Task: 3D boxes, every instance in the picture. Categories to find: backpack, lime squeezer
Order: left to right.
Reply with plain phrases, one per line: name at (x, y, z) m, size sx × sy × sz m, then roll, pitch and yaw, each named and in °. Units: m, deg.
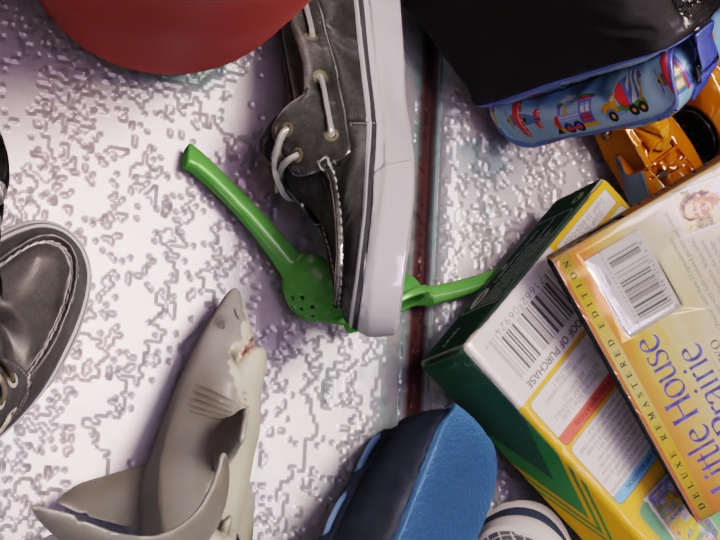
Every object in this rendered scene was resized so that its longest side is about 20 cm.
lime squeezer at (0.000, 0.000, 0.848) m, size 0.199 × 0.038 × 0.071 m, roll 16°, pitch 44°, yaw -22°
backpack at (0.140, -0.175, 0.860) m, size 0.200 × 0.182 × 0.135 m, roll -46°, pitch 109°, yaw -31°

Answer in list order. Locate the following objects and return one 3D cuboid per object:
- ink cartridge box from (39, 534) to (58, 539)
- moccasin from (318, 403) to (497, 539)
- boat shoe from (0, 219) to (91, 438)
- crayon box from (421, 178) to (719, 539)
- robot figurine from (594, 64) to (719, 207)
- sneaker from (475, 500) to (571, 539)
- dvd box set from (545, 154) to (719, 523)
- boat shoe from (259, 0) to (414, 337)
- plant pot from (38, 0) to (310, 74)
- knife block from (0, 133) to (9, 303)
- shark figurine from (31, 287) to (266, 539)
ink cartridge box at (-0.106, 0.226, 0.737) m, size 0.116 × 0.067 × 0.200 m, roll -43°, pitch 101°, yaw -25°
moccasin at (0.004, 0.153, 0.787) m, size 0.081 × 0.068 × 0.200 m, roll 54°, pitch 48°, yaw -25°
boat shoe at (-0.181, 0.055, 0.729) m, size 0.070 × 0.066 × 0.200 m, roll 47°, pitch 66°, yaw -12°
crayon box at (0.141, 0.072, 0.863) m, size 0.200 × 0.052 × 0.126 m, roll 47°, pitch 63°, yaw -8°
robot figurine at (0.214, -0.023, 0.933) m, size 0.145 × 0.058 × 0.201 m, roll -36°, pitch 97°, yaw -24°
sneaker at (0.113, 0.208, 0.825) m, size 0.076 × 0.081 × 0.200 m, roll -37°, pitch 93°, yaw 2°
dvd box set at (0.208, 0.007, 0.807) m, size 0.199 × 0.029 × 0.147 m, roll -31°, pitch 94°, yaw 2°
boat shoe at (-0.014, -0.056, 0.815) m, size 0.070 × 0.072 × 0.201 m, roll 1°, pitch 55°, yaw -7°
plant pot at (-0.078, -0.182, 0.737) m, size 0.199 × 0.177 × 0.202 m, roll 2°, pitch 76°, yaw -9°
knife block at (-0.185, -0.077, 0.686) m, size 0.063 × 0.175 × 0.202 m, roll -2°, pitch 82°, yaw -26°
shark figurine at (-0.091, 0.101, 0.735) m, size 0.089 × 0.215 × 0.129 m, roll 4°, pitch 109°, yaw 3°
